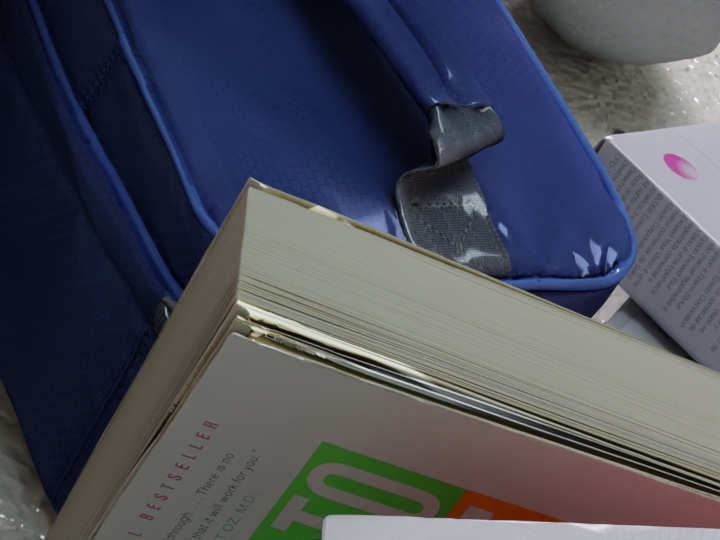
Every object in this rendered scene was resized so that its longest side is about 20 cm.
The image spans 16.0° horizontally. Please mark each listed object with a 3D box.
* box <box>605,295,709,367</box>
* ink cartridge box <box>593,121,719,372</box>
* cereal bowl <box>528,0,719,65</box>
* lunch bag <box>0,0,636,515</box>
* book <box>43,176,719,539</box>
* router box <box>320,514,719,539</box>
[{"bbox_3d":[0.138,0.065,0.811,0.156,0.041,0.200,37,28,7],"label":"box"},{"bbox_3d":[0.188,0.024,0.840,0.200,0.043,0.196,45,30,23],"label":"ink cartridge box"},{"bbox_3d":[0.083,-0.177,1.036,0.083,0.201,0.200,-13,38,-3],"label":"cereal bowl"},{"bbox_3d":[-0.022,-0.022,0.679,0.135,0.133,0.200,-3,46,-32],"label":"lunch bag"},{"bbox_3d":[0.036,0.071,0.608,0.199,0.134,0.048,20,42,-15],"label":"book"},{"bbox_3d":[0.077,0.145,0.479,0.179,0.049,0.201,2,52,0],"label":"router box"}]
